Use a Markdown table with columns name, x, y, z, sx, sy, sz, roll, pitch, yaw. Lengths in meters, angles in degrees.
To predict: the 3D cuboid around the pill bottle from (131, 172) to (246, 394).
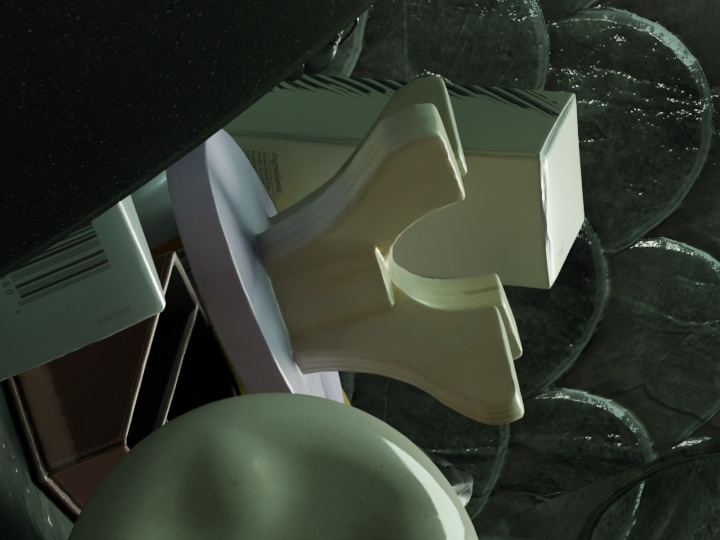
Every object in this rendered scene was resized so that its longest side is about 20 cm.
| name | x | y | z | sx | sy | sz | roll | pitch | yaw |
| --- | --- | --- | --- | --- | --- | --- | --- | --- | --- |
| pill bottle | -0.100 | 0.007 | 1.102 | 0.109 | 0.109 | 0.201 | -115 | -175 | -62 |

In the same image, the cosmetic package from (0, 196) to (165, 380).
| name | x | y | z | sx | sy | sz | roll | pitch | yaw |
| --- | --- | --- | --- | --- | --- | --- | --- | --- | --- |
| cosmetic package | -0.132 | -0.061 | 0.788 | 0.200 | 0.074 | 0.102 | -118 | -172 | -56 |

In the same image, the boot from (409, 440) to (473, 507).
| name | x | y | z | sx | sy | sz | roll | pitch | yaw |
| --- | --- | --- | --- | --- | --- | --- | --- | --- | --- |
| boot | -0.004 | 0.184 | 1.163 | 0.165 | 0.065 | 0.201 | -144 | -108 | -86 |

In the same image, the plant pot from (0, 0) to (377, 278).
| name | x | y | z | sx | sy | sz | roll | pitch | yaw |
| --- | --- | --- | --- | --- | --- | --- | --- | --- | --- |
| plant pot | -0.091 | -0.132 | 0.538 | 0.200 | 0.177 | 0.200 | 76 | -6 | -59 |

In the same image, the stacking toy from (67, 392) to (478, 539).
| name | x | y | z | sx | sy | sz | roll | pitch | yaw |
| --- | --- | --- | --- | --- | --- | --- | --- | --- | --- |
| stacking toy | -0.052 | 0.116 | 0.777 | 0.147 | 0.146 | 0.200 | 70 | -18 | -4 |

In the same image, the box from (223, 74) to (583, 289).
| name | x | y | z | sx | sy | sz | roll | pitch | yaw |
| --- | --- | --- | --- | --- | --- | --- | --- | --- | --- |
| box | 0.009 | -0.049 | 1.129 | 0.068 | 0.199 | 0.082 | -58 | 149 | -51 |

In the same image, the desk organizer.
| name | x | y | z | sx | sy | sz | roll | pitch | yaw |
| --- | --- | --- | --- | --- | --- | --- | --- | --- | --- |
| desk organizer | -0.089 | 0.063 | 0.922 | 0.200 | 0.077 | 0.072 | 77 | -8 | -72 |

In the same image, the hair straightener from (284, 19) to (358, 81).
| name | x | y | z | sx | sy | sz | roll | pitch | yaw |
| --- | --- | --- | --- | --- | --- | --- | --- | --- | --- |
| hair straightener | -0.100 | -0.113 | 1.059 | 0.077 | 0.199 | 0.041 | -123 | -151 | -64 |

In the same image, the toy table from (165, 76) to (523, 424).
| name | x | y | z | sx | sy | sz | roll | pitch | yaw |
| --- | --- | --- | --- | --- | --- | --- | --- | --- | --- |
| toy table | 0.000 | 0.000 | 1.004 | 0.200 | 0.117 | 0.185 | 58 | 17 | -65 |

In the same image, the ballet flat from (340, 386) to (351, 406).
| name | x | y | z | sx | sy | sz | roll | pitch | yaw |
| --- | --- | --- | --- | --- | --- | --- | --- | --- | --- |
| ballet flat | -0.022 | 0.131 | 1.226 | 0.069 | 0.063 | 0.201 | 39 | -51 | 45 |
